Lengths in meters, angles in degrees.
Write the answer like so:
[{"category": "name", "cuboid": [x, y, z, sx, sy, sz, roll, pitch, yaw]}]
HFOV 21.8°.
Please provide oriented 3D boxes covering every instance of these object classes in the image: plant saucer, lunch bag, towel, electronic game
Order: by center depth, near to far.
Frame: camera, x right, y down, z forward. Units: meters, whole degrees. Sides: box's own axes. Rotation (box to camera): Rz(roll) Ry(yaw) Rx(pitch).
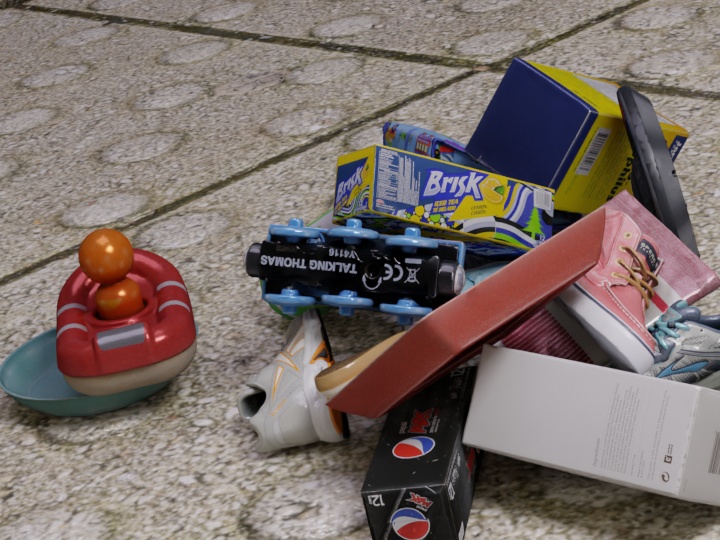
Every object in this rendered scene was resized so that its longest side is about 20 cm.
[{"category": "plant saucer", "cuboid": [0.089, 0.042, 1.463, 0.199, 0.037, 0.200, -30, -7, -32]}, {"category": "towel", "cuboid": [0.190, 0.027, 1.609, 0.200, 0.023, 0.144, -34, 44, -5]}, {"category": "electronic game", "cuboid": [0.272, -0.074, 1.727, 0.041, 0.201, 0.200, -18, 21, 8]}, {"category": "plant saucer", "cuboid": [-0.250, 0.093, 1.809, 0.199, 0.036, 0.200, -11, 21, 4]}, {"category": "lunch bag", "cuboid": [0.130, -0.086, 1.949, 0.199, 0.095, 0.151, 10, 8, -20]}]

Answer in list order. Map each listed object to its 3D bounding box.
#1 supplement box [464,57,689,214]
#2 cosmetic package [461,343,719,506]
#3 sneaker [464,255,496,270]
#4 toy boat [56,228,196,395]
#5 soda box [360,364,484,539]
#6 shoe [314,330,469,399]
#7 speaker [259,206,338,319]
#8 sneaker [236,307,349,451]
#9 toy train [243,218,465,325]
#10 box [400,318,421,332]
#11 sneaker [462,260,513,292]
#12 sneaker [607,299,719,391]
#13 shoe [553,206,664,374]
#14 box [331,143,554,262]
[{"category": "supplement box", "cuboid": [0.218, -0.127, 1.868, 0.109, 0.110, 0.200, 39, 21, 33]}, {"category": "cosmetic package", "cuboid": [0.188, 0.117, 1.403, 0.199, 0.085, 0.107, 11, -2, 42]}, {"category": "sneaker", "cuboid": [0.100, -0.025, 1.837, 0.199, 0.071, 0.082, -14, -2, 28]}, {"category": "toy boat", "cuboid": [-0.227, 0.022, 1.744, 0.130, 0.131, 0.200, -13, 22, -5]}, {"category": "soda box", "cuboid": [0.053, 0.149, 1.472, 0.070, 0.064, 0.200, -8, 21, 14]}, {"category": "shoe", "cuboid": [0.034, 0.084, 1.597, 0.070, 0.054, 0.200, -29, -7, 35]}, {"category": "speaker", "cuboid": [-0.018, -0.017, 1.793, 0.088, 0.089, 0.200, -29, -2, -38]}, {"category": "sneaker", "cuboid": [-0.066, 0.096, 1.660, 0.092, 0.076, 0.200, -16, 20, 2]}, {"category": "toy train", "cuboid": [0.000, 0.000, 1.644, 0.199, 0.087, 0.114, 5, 0, 15]}, {"category": "box", "cuboid": [0.133, 0.024, 1.774, 0.199, 0.042, 0.039, -13, 21, -1]}, {"category": "sneaker", "cuboid": [0.155, 0.015, 1.700, 0.199, 0.074, 0.082, -9, -20, 9]}, {"category": "sneaker", "cuboid": [0.249, 0.069, 1.537, 0.199, 0.087, 0.078, -16, 22, -10]}, {"category": "shoe", "cuboid": [0.209, 0.010, 1.517, 0.091, 0.072, 0.200, -40, 25, 1]}, {"category": "box", "cuboid": [0.077, -0.058, 1.689, 0.199, 0.065, 0.070, 13, -14, -30]}]
